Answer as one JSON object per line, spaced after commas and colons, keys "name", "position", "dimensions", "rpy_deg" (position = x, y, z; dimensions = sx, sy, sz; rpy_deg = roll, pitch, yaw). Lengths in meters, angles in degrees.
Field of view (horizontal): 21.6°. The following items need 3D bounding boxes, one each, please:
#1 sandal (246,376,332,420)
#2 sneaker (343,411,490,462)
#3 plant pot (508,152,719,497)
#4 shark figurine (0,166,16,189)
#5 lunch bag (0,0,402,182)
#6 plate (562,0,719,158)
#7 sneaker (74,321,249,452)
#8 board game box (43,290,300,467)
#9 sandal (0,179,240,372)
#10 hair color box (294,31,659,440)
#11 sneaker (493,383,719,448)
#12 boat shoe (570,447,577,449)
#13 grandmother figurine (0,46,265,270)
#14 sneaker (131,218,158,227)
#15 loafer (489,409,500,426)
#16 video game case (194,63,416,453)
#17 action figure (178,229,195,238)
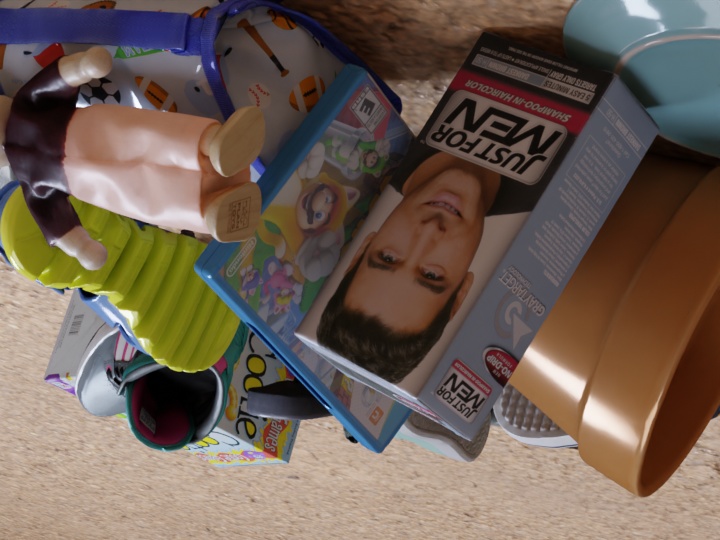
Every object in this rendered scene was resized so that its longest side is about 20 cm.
{"name": "sandal", "position": [-0.028, 0.095, 1.572], "dimensions": [0.076, 0.043, 0.200], "rpy_deg": [5, -178, 19]}
{"name": "sneaker", "position": [0.009, 0.082, 1.380], "dimensions": [0.118, 0.074, 0.200], "rpy_deg": [12, 159, 28]}
{"name": "plant pot", "position": [0.151, 0.011, 1.103], "dimensions": [0.140, 0.200, 0.200], "rpy_deg": [28, 164, 20]}
{"name": "shark figurine", "position": [-0.265, -0.057, 1.303], "dimensions": [0.128, 0.089, 0.214], "rpy_deg": [57, 165, 5]}
{"name": "lunch bag", "position": [-0.096, -0.102, 1.078], "dimensions": [0.169, 0.124, 0.200], "rpy_deg": [6, 164, 32]}
{"name": "plate", "position": [0.201, -0.097, 0.995], "dimensions": [0.199, 0.026, 0.200], "rpy_deg": [16, 160, 6]}
{"name": "sneaker", "position": [-0.158, 0.090, 1.427], "dimensions": [0.084, 0.121, 0.200], "rpy_deg": [36, 130, -22]}
{"name": "board game box", "position": [-0.150, 0.084, 1.618], "dimensions": [0.200, 0.105, 0.103], "rpy_deg": [31, 154, -35]}
{"name": "sandal", "position": [-0.152, -0.005, 1.154], "dimensions": [0.087, 0.080, 0.200], "rpy_deg": [21, 166, 49]}
{"name": "hair color box", "position": [0.063, -0.021, 1.017], "dimensions": [0.099, 0.200, 0.061], "rpy_deg": [25, 170, 42]}
{"name": "sneaker", "position": [0.193, 0.078, 1.288], "dimensions": [0.199, 0.079, 0.079], "rpy_deg": [-20, 149, 12]}
{"name": "boat shoe", "position": [0.174, 0.097, 1.444], "dimensions": [0.072, 0.065, 0.200], "rpy_deg": [-28, 142, 35]}
{"name": "grandmother figurine", "position": [-0.147, -0.061, 1.008], "dimensions": [0.199, 0.122, 0.061], "rpy_deg": [14, -168, 27]}
{"name": "sneaker", "position": [-0.185, -0.048, 1.212], "dimensions": [0.075, 0.088, 0.201], "rpy_deg": [-6, 122, 15]}
{"name": "loafer", "position": [0.051, 0.066, 1.489], "dimensions": [0.199, 0.075, 0.070], "rpy_deg": [8, 124, 27]}
{"name": "video game case", "position": [0.003, -0.001, 1.074], "dimensions": [0.018, 0.143, 0.200], "rpy_deg": [24, 162, 42]}
{"name": "action figure", "position": [-0.171, -0.039, 1.345], "dimensions": [0.130, 0.069, 0.200], "rpy_deg": [30, 152, 11]}
